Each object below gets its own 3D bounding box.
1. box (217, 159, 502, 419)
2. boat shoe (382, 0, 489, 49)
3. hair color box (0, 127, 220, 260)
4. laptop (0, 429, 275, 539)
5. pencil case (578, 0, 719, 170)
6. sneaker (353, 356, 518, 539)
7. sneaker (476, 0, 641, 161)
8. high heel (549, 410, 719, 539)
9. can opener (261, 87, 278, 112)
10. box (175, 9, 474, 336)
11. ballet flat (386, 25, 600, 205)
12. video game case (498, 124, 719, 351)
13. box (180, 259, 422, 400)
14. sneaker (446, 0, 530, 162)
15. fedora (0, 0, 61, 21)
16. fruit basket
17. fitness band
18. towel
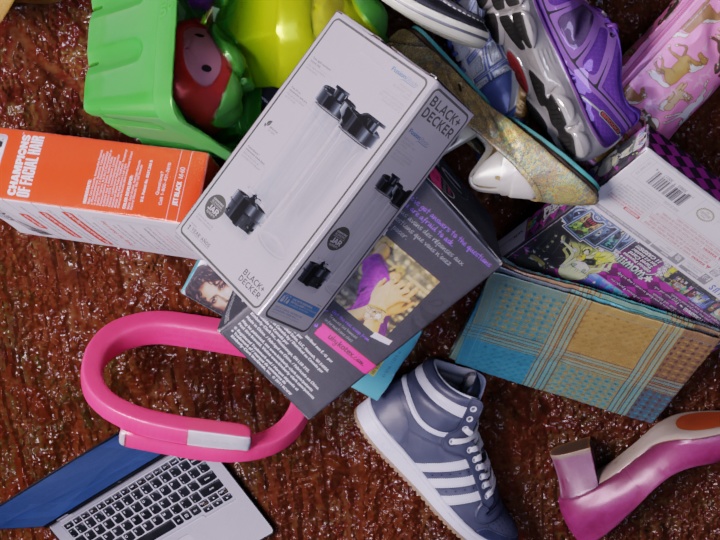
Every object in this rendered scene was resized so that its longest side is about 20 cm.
[{"bbox_3d":[0.000,0.000,0.892,0.200,0.122,0.106,-39,105,14],"label":"box"},{"bbox_3d":[0.024,-0.240,0.860,0.200,0.075,0.062,43,106,16],"label":"boat shoe"},{"bbox_3d":[-0.203,-0.061,0.912,0.199,0.111,0.064,7,77,12],"label":"hair color box"},{"bbox_3d":[-0.216,0.238,1.042,0.187,0.116,0.200,-31,105,13],"label":"laptop"},{"bbox_3d":[0.241,-0.158,0.901,0.086,0.083,0.200,37,108,-11],"label":"pencil case"},{"bbox_3d":[0.099,0.166,1.028,0.108,0.070,0.200,-42,100,17],"label":"sneaker"},{"bbox_3d":[0.147,-0.182,0.841,0.083,0.081,0.200,-30,108,-10],"label":"sneaker"},{"bbox_3d":[0.277,0.188,1.028,0.199,0.067,0.096,-15,99,23],"label":"high heel"},{"bbox_3d":[-0.024,-0.123,0.951,0.200,0.053,0.067,37,75,-9],"label":"can opener"},{"bbox_3d":[-0.027,-0.069,0.802,0.200,0.117,0.060,-54,144,6],"label":"box"},{"bbox_3d":[0.088,-0.100,0.857,0.200,0.071,0.071,41,107,3],"label":"ballet flat"},{"bbox_3d":[0.241,-0.006,0.926,0.200,0.036,0.181,32,134,-17],"label":"video game case"},{"bbox_3d":[-0.049,0.028,0.996,0.200,0.049,0.082,29,108,-8],"label":"box"},{"bbox_3d":[0.101,-0.181,0.912,0.088,0.075,0.201,8,101,9],"label":"sneaker"},{"bbox_3d":[-0.259,-0.259,0.862,0.082,0.201,0.201,4,115,-38],"label":"fedora"},{"bbox_3d":[-0.088,-0.187,0.847,0.215,0.155,0.216,-5,77,20],"label":"fruit basket"},{"bbox_3d":[-0.139,0.098,0.975,0.199,0.144,0.038,11,128,-5],"label":"fitness band"},{"bbox_3d":[0.188,0.064,0.978,0.199,0.022,0.147,17,141,-3],"label":"towel"}]
